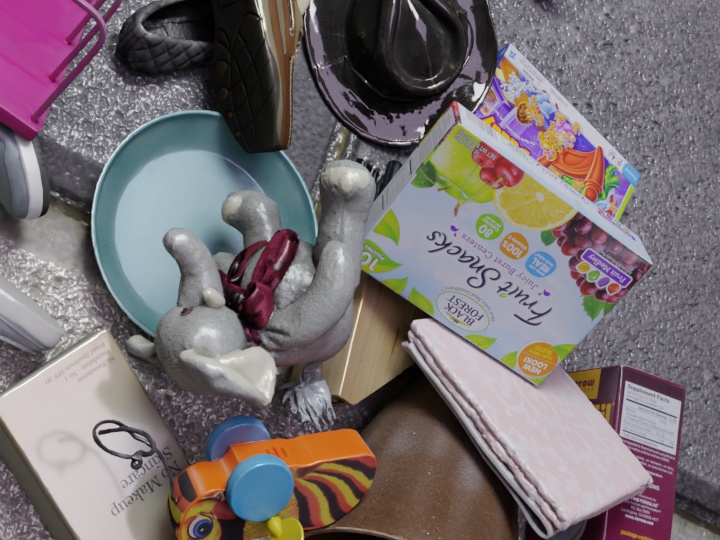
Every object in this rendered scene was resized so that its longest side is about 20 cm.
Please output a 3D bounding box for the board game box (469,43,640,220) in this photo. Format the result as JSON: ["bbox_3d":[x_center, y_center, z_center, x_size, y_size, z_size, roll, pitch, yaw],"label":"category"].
[{"bbox_3d":[0.177,-0.105,1.068,0.199,0.045,0.135,40,63,-17],"label":"board game box"}]

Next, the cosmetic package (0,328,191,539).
[{"bbox_3d":[-0.185,0.157,0.792,0.103,0.073,0.202,-36,98,-31],"label":"cosmetic package"}]

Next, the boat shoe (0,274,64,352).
[{"bbox_3d":[-0.308,0.014,0.756,0.199,0.072,0.069,34,87,-27],"label":"boat shoe"}]

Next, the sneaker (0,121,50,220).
[{"bbox_3d":[-0.312,-0.114,0.764,0.120,0.083,0.202,-26,86,-36],"label":"sneaker"}]

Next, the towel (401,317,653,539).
[{"bbox_3d":[0.139,0.117,0.882,0.190,0.032,0.201,-3,50,-55],"label":"towel"}]

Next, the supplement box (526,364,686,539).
[{"bbox_3d":[0.226,0.199,0.997,0.085,0.110,0.203,19,71,-25],"label":"supplement box"}]

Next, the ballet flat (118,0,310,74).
[{"bbox_3d":[-0.115,-0.216,0.915,0.199,0.057,0.067,-31,96,-31],"label":"ballet flat"}]

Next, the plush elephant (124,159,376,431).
[{"bbox_3d":[-0.089,0.026,0.777,0.153,0.163,0.204,-5,94,-42],"label":"plush elephant"}]

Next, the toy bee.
[{"bbox_3d":[-0.092,0.158,0.752,0.197,0.131,0.110,14,110,-8],"label":"toy bee"}]

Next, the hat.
[{"bbox_3d":[0.041,-0.214,0.957,0.197,0.081,0.204,-1,96,-7],"label":"hat"}]

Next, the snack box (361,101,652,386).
[{"bbox_3d":[0.109,-0.017,0.847,0.199,0.143,0.053,33,25,-17],"label":"snack box"}]

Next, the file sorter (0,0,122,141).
[{"bbox_3d":[-0.233,-0.229,0.759,0.138,0.125,0.202,36,40,-28],"label":"file sorter"}]

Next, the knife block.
[{"bbox_3d":[0.000,0.000,0.906,0.199,0.063,0.178,-28,104,-47],"label":"knife block"}]

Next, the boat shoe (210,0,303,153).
[{"bbox_3d":[-0.078,-0.200,0.878,0.073,0.075,0.204,-15,101,-46],"label":"boat shoe"}]

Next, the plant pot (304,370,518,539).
[{"bbox_3d":[0.056,0.184,0.877,0.186,0.186,0.201,41,47,-16],"label":"plant pot"}]

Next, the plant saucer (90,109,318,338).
[{"bbox_3d":[-0.129,-0.030,0.883,0.197,0.036,0.204,6,78,-29],"label":"plant saucer"}]
